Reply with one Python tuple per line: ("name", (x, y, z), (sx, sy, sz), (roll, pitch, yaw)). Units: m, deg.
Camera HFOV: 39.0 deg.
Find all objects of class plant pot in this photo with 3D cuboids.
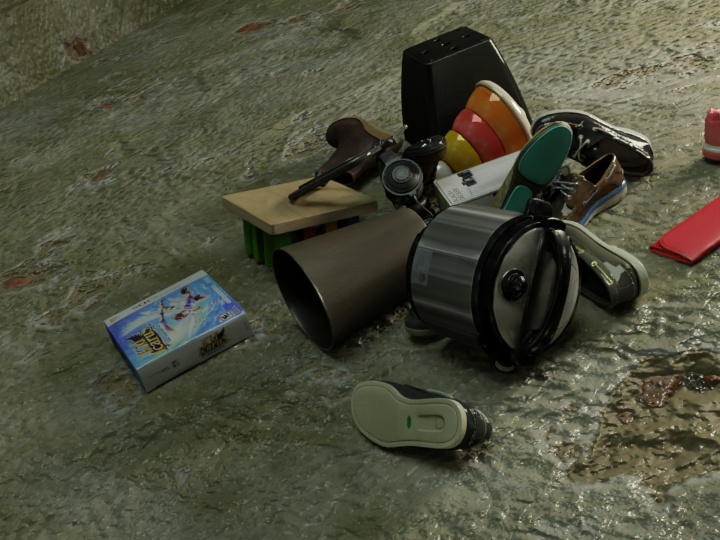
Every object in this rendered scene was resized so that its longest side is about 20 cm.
("plant pot", (0.180, -0.336, 1.884), (0.197, 0.180, 0.200), (-21, 28, -9))

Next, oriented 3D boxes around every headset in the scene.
("headset", (0.064, -0.107, 1.603), (0.093, 0.125, 0.200), (-28, 36, -7))

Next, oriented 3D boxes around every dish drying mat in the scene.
("dish drying mat", (0.485, -0.070, 1.378), (0.198, 0.018, 0.076), (-31, 31, -23))

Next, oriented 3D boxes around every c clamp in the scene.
("c clamp", (-0.023, -0.169, 1.668), (0.198, 0.027, 0.171), (-26, 10, 25))

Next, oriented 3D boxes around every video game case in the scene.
("video game case", (-0.280, 0.086, 1.544), (0.179, 0.046, 0.199), (-29, 29, -17))

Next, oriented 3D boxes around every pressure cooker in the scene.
("pressure cooker", (0.172, 0.016, 1.244), (0.178, 0.178, 0.198), (-37, 29, -26))

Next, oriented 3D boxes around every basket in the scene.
("basket", (0.000, 0.000, 1.435), (0.197, 0.138, 0.180), (-25, 40, -21))

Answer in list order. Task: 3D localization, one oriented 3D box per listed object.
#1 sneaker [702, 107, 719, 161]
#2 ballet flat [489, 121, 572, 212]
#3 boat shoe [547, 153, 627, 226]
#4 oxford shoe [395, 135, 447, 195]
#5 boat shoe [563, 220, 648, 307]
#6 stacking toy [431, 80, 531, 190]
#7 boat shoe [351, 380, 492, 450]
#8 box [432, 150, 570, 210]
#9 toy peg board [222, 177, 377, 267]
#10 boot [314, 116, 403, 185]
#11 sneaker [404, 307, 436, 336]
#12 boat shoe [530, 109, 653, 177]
("sneaker", (0.605, -0.235, 1.530), (0.197, 0.088, 0.074), (-23, 28, -8))
("ballet flat", (0.242, -0.133, 1.505), (0.203, 0.070, 0.071), (-62, 30, 7))
("boat shoe", (0.310, -0.108, 1.497), (0.199, 0.073, 0.072), (-35, 31, -28))
("oxford shoe", (0.105, -0.168, 1.656), (0.072, 0.086, 0.200), (-22, 0, -12))
("boat shoe", (0.287, -0.010, 1.334), (0.059, 0.073, 0.201), (-24, 31, -22))
("stacking toy", (0.185, -0.212, 1.742), (0.199, 0.147, 0.146), (-39, 30, -5))
("boat shoe", (0.064, 0.170, 1.173), (0.067, 0.073, 0.198), (8, -2, -41))
("box", (0.224, -0.127, 1.600), (0.196, 0.061, 0.117), (-20, 27, -1))
("toy peg board", (-0.101, -0.074, 1.698), (0.196, 0.100, 0.199), (-14, 23, -28))
("boot", (-0.034, -0.225, 1.926), (0.198, 0.074, 0.166), (14, 39, 41))
("sneaker", (0.124, 0.000, 1.378), (0.199, 0.108, 0.074), (-35, 32, -30))
("boat shoe", (0.357, -0.189, 1.559), (0.196, 0.075, 0.061), (16, 39, -10))
